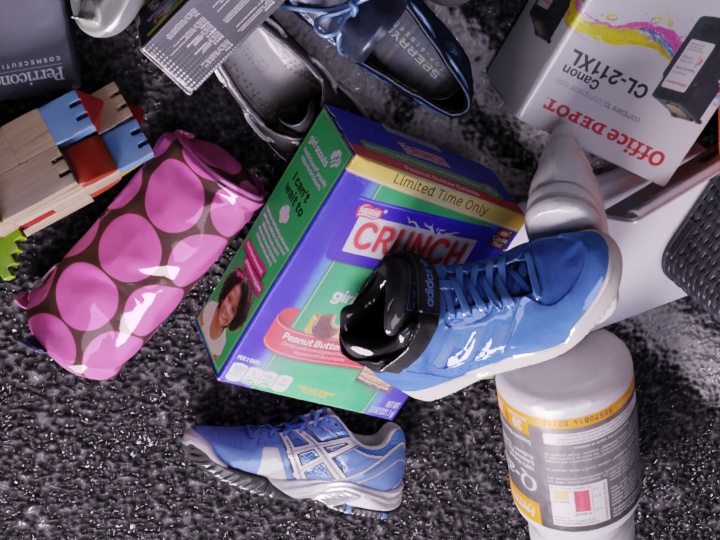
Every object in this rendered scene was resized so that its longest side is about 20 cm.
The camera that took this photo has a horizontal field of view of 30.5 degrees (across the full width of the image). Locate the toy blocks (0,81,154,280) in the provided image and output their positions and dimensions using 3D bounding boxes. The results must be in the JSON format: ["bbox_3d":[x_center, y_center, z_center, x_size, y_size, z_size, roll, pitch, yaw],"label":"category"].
[{"bbox_3d":[-0.198,-0.071,0.867,0.136,0.200,0.101,-29,93,-7],"label":"toy blocks"}]

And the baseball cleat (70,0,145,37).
[{"bbox_3d":[-0.121,-0.239,0.812,0.106,0.069,0.203,-2,108,-60],"label":"baseball cleat"}]

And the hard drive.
[{"bbox_3d":[0.190,-0.013,1.068,0.198,0.027,0.133,-19,124,-11],"label":"hard drive"}]

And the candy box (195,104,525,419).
[{"bbox_3d":[0.000,0.000,0.969,0.168,0.077,0.201,16,116,-36],"label":"candy box"}]

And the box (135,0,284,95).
[{"bbox_3d":[-0.060,-0.221,0.818,0.200,0.161,0.044,-43,122,12],"label":"box"}]

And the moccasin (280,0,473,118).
[{"bbox_3d":[0.012,-0.179,0.915,0.199,0.068,0.081,30,110,-27],"label":"moccasin"}]

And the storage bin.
[{"bbox_3d":[0.360,-0.003,1.074,0.198,0.094,0.136,24,106,-32],"label":"storage bin"}]

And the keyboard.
[{"bbox_3d":[0.274,-0.086,1.015,0.198,0.056,0.011,-30,99,-14],"label":"keyboard"}]

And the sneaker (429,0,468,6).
[{"bbox_3d":[0.083,-0.221,0.857,0.076,0.083,0.200,-3,156,-17],"label":"sneaker"}]

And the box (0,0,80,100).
[{"bbox_3d":[-0.262,-0.211,0.807,0.146,0.107,0.202,-11,123,-8],"label":"box"}]

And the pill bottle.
[{"bbox_3d":[0.181,0.154,1.129,0.115,0.117,0.202,-14,122,-5],"label":"pill bottle"}]

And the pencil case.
[{"bbox_3d":[-0.162,-0.014,0.966,0.094,0.091,0.200,45,103,5],"label":"pencil case"}]

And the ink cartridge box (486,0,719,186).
[{"bbox_3d":[0.206,-0.182,0.953,0.144,0.083,0.201,20,114,-24],"label":"ink cartridge box"}]

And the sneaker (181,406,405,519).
[{"bbox_3d":[-0.053,0.150,1.106,0.197,0.076,0.078,13,95,-21],"label":"sneaker"}]

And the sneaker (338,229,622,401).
[{"bbox_3d":[0.072,0.020,0.891,0.199,0.078,0.111,-28,142,34],"label":"sneaker"}]

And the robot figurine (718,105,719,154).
[{"bbox_3d":[0.334,-0.122,0.937,0.115,0.202,0.144,18,149,-7],"label":"robot figurine"}]

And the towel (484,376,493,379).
[{"bbox_3d":[0.029,0.024,1.071,0.197,0.031,0.151,2,122,-18],"label":"towel"}]

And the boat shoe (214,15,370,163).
[{"bbox_3d":[-0.047,-0.121,0.940,0.073,0.061,0.201,-34,123,6],"label":"boat shoe"}]

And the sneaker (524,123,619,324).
[{"bbox_3d":[0.155,-0.029,0.979,0.074,0.090,0.201,1,151,7],"label":"sneaker"}]
